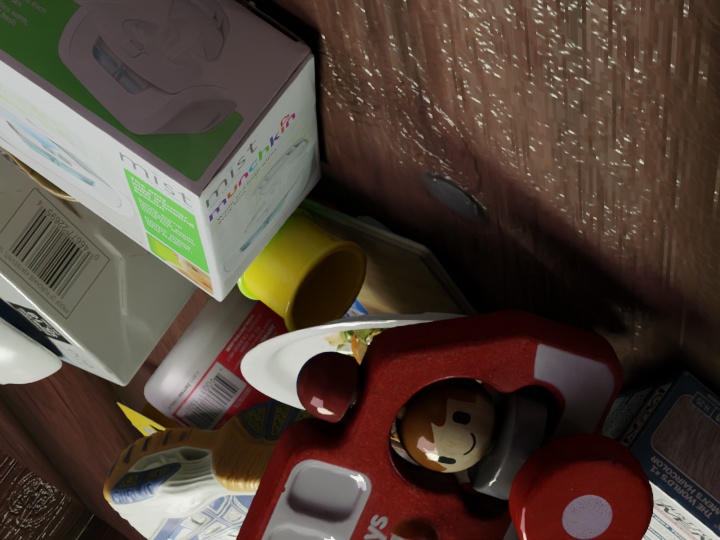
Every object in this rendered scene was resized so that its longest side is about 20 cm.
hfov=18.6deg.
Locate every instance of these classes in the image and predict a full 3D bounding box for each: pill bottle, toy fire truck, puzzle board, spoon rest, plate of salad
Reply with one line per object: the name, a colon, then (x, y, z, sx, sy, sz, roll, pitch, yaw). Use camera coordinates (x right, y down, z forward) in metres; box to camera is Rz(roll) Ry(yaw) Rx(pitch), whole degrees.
pill bottle: (-0.034, 0.097, 1.450, 0.200, 0.112, 0.112, 37, 165, -3)
toy fire truck: (0.035, 0.109, 1.058, 0.168, 0.200, 0.112, 16, -158, -18)
puzzle board: (0.000, 0.000, 1.269, 0.200, 0.017, 0.151, 24, 162, 42)
spoon rest: (-0.276, 0.015, 1.397, 0.200, 0.061, 0.099, 29, 170, -23)
plate of salad: (0.035, 0.066, 1.177, 0.199, 0.048, 0.200, 2, 161, 1)

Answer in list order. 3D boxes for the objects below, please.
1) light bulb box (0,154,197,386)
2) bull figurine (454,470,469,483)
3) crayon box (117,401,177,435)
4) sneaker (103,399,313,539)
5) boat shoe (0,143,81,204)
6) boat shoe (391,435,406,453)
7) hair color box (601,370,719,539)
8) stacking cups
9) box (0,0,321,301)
light bulb box: (-0.227, -0.048, 1.421, 0.200, 0.125, 0.198, 16, 155, 51)
bull figurine: (0.015, 0.171, 1.191, 0.121, 0.200, 0.065, 32, 138, 42)
crayon box: (-0.122, 0.174, 1.999, 0.127, 0.051, 0.200, 24, 161, 38)
sneaker: (-0.065, 0.138, 1.381, 0.200, 0.075, 0.088, -11, 125, 40)
boat shoe: (-0.205, -0.110, 1.225, 0.200, 0.073, 0.065, 53, 166, 13)
boat shoe: (0.059, 0.109, 1.333, 0.200, 0.070, 0.070, 34, 165, -24)
hair color box: (0.161, 0.117, 1.172, 0.100, 0.061, 0.200, 39, 165, -4)
stacking cups: (-0.086, -0.040, 1.218, 0.200, 0.061, 0.061, 37, 167, 29)
box: (-0.124, -0.099, 1.095, 0.200, 0.097, 0.177, 35, 167, 9)
